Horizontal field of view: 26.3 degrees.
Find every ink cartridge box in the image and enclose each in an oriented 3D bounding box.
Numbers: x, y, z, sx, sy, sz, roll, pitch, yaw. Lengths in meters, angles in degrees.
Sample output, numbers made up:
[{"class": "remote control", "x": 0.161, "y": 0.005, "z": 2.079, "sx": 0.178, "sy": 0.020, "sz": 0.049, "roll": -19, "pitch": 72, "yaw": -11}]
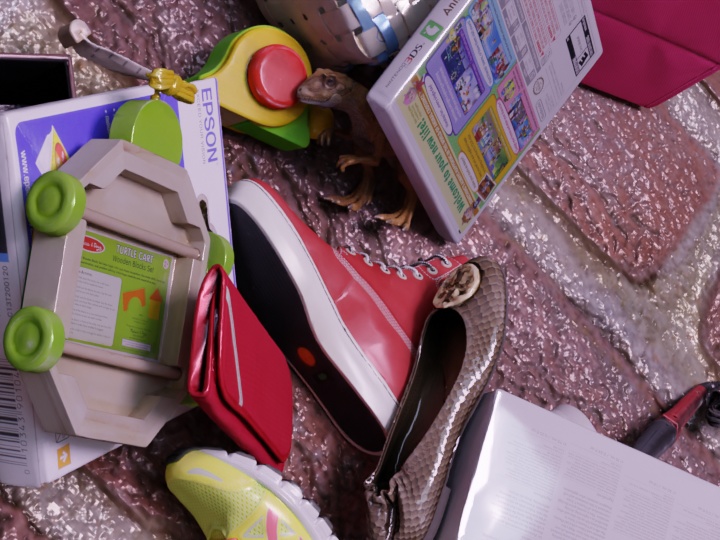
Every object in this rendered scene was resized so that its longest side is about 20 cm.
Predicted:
[{"class": "ink cartridge box", "x": -0.141, "y": -0.002, "z": 0.885, "sx": 0.200, "sy": 0.043, "sz": 0.201, "roll": -23, "pitch": 111, "yaw": -59}]

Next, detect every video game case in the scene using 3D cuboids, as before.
[{"class": "video game case", "x": 0.089, "y": -0.132, "z": 1.019, "sx": 0.022, "sy": 0.200, "sz": 0.183, "roll": 33, "pitch": 79, "yaw": 26}]

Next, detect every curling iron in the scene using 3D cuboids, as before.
[{"class": "curling iron", "x": 0.227, "y": 0.114, "z": 1.099, "sx": 0.199, "sy": 0.049, "sz": 0.026, "roll": -19, "pitch": 110, "yaw": -51}]

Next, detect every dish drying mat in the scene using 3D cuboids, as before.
[{"class": "dish drying mat", "x": -0.065, "y": 0.064, "z": 0.902, "sx": 0.018, "sy": 0.200, "sz": 0.078, "roll": -1, "pitch": 71, "yaw": 9}]

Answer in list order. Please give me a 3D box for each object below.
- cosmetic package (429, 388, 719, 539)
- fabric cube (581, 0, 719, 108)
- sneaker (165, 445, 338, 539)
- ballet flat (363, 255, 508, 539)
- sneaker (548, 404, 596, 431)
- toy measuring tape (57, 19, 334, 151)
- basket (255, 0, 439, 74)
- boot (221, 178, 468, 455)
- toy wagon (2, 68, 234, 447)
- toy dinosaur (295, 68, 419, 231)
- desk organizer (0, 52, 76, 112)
[{"class": "cosmetic package", "x": 0.139, "y": 0.183, "z": 0.967, "sx": 0.198, "sy": 0.052, "sz": 0.152, "roll": 25, "pitch": 68, "yaw": -17}, {"class": "fabric cube", "x": 0.194, "y": -0.265, "z": 1.135, "sx": 0.198, "sy": 0.200, "sz": 0.198, "roll": 15, "pitch": 68, "yaw": -24}, {"class": "sneaker", "x": -0.054, "y": 0.191, "z": 0.923, "sx": 0.200, "sy": 0.078, "sz": 0.090, "roll": 49, "pitch": 60, "yaw": -9}, {"class": "ballet flat", "x": 0.043, "y": 0.079, "z": 0.963, "sx": 0.046, "sy": 0.067, "sz": 0.202, "roll": 27, "pitch": 72, "yaw": -23}, {"class": "sneaker", "x": 0.135, "y": 0.196, "z": 1.042, "sx": 0.099, "sy": 0.075, "sz": 0.202, "roll": -11, "pitch": 73, "yaw": -24}, {"class": "toy measuring tape", "x": -0.097, "y": -0.139, "z": 0.997, "sx": 0.199, "sy": 0.073, "sz": 0.074, "roll": 23, "pitch": 64, "yaw": -30}, {"class": "basket", "x": 0.030, "y": -0.223, "z": 1.048, "sx": 0.200, "sy": 0.176, "sz": 0.140, "roll": -43, "pitch": 109, "yaw": -17}, {"class": "boot", "x": 0.000, "y": 0.000, "z": 1.020, "sx": 0.144, "sy": 0.072, "sz": 0.201, "roll": -44, "pitch": 106, "yaw": -33}, {"class": "toy wagon", "x": -0.125, "y": -0.009, "z": 0.831, "sx": 0.155, "sy": 0.039, "sz": 0.202, "roll": 23, "pitch": 71, "yaw": -61}, {"class": "toy dinosaur", "x": 0.030, "y": -0.085, "z": 1.054, "sx": 0.199, "sy": 0.060, "sz": 0.107, "roll": 11, "pitch": 101, "yaw": -56}, {"class": "desk organizer", "x": -0.200, "y": -0.022, "z": 0.904, "sx": 0.071, "sy": 0.077, "sz": 0.202, "roll": -2, "pitch": 76, "yaw": -30}]
